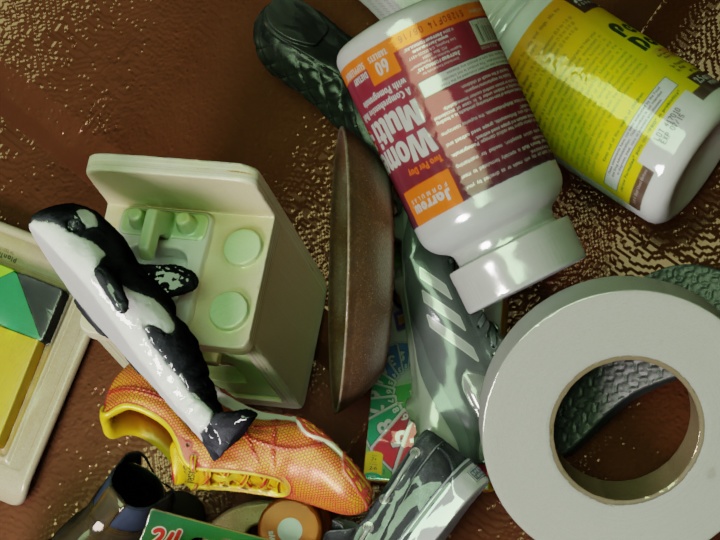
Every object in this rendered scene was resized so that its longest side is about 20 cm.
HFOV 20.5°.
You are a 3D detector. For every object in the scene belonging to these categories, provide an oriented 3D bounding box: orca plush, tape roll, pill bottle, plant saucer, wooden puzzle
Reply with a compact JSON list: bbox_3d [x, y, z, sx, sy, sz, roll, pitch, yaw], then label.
[{"bbox_3d":[-0.130,0.024,1.310,0.071,0.105,0.200,-39,70,-18],"label":"orca plush"},{"bbox_3d":[0.180,0.104,1.357,0.200,0.037,0.205,-1,106,-2],"label":"tape roll"},{"bbox_3d":[0.162,-0.128,1.416,0.199,0.109,0.110,35,91,18],"label":"pill bottle"},{"bbox_3d":[0.000,0.000,1.402,0.036,0.200,0.203,1,80,-5],"label":"plant saucer"},{"bbox_3d":[-0.308,0.059,1.552,0.183,0.037,0.202,19,86,18],"label":"wooden puzzle"},{"bbox_3d":[0.071,-0.080,1.355,0.109,0.110,0.202,-26,87,10],"label":"pill bottle"}]

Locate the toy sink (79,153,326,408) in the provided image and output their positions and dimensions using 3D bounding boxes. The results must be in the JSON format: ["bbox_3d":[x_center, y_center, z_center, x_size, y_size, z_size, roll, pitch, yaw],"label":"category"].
[{"bbox_3d":[-0.116,0.015,1.412,0.129,0.200,0.113,5,67,16],"label":"toy sink"}]

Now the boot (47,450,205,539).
[{"bbox_3d":[-0.146,0.173,1.394,0.075,0.200,0.097,44,114,11],"label":"boot"}]

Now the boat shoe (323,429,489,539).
[{"bbox_3d":[0.002,0.199,1.367,0.068,0.072,0.201,39,94,12],"label":"boat shoe"}]

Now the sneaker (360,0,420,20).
[{"bbox_3d":[0.034,-0.259,1.505,0.115,0.074,0.200,-36,65,-11],"label":"sneaker"}]

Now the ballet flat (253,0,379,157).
[{"bbox_3d":[-0.004,-0.130,1.503,0.066,0.057,0.200,-38,76,-23],"label":"ballet flat"}]

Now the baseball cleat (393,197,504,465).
[{"bbox_3d":[0.075,0.038,1.414,0.105,0.070,0.202,-5,89,7],"label":"baseball cleat"}]

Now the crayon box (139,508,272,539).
[{"bbox_3d":[-0.115,0.272,1.331,0.126,0.051,0.202,17,97,-25],"label":"crayon box"}]

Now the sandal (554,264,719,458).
[{"bbox_3d":[0.190,0.062,1.412,0.200,0.048,0.076,-36,73,20],"label":"sandal"}]

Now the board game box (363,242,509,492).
[{"bbox_3d":[0.058,0.057,1.456,0.094,0.030,0.202,3,79,16],"label":"board game box"}]

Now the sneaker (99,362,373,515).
[{"bbox_3d":[-0.085,0.127,1.352,0.198,0.073,0.077,21,58,15],"label":"sneaker"}]

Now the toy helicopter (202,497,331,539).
[{"bbox_3d":[-0.052,0.263,1.427,0.131,0.079,0.201,-29,86,2],"label":"toy helicopter"}]
